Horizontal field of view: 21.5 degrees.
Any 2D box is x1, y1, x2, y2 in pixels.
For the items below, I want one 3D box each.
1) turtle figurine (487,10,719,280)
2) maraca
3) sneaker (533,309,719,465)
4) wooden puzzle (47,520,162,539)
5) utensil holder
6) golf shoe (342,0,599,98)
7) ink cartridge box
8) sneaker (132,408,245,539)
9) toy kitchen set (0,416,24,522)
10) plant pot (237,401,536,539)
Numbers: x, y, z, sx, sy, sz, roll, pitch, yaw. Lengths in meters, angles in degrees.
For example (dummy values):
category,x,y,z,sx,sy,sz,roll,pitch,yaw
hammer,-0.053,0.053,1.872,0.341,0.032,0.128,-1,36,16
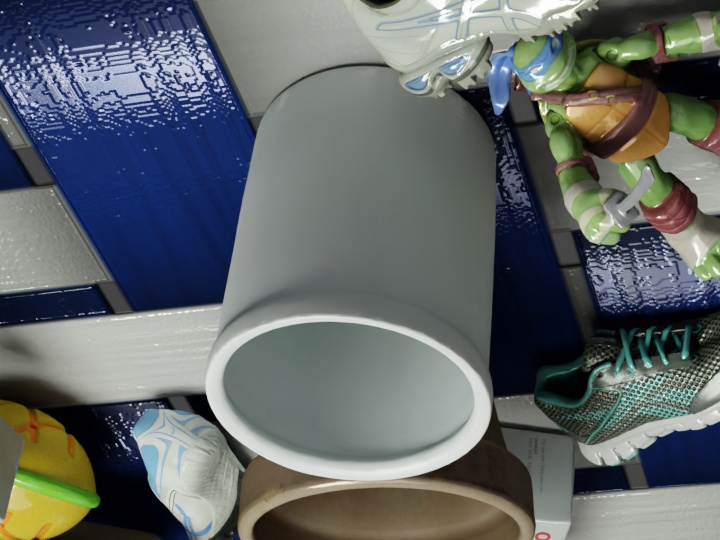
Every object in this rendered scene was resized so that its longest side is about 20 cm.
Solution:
category,x,y,z,sx,sy,sz,roll,pitch,yaw
turtle figurine,0.186,-0.072,1.086,0.200,0.144,0.194,-13,148,41
maraca,-0.297,0.149,1.475,0.199,0.107,0.137,17,168,8
sneaker,0.200,0.071,1.332,0.091,0.078,0.200,32,134,-23
wooden puzzle,-0.240,0.241,1.529,0.185,0.046,0.200,11,-178,-12
utensil holder,0.000,0.000,1.165,0.169,0.200,0.170,3,142,3
golf shoe,0.071,-0.171,1.043,0.097,0.078,0.200,39,131,-25
ink cartridge box,0.060,0.188,1.489,0.199,0.085,0.145,6,142,-2
sneaker,-0.132,0.168,1.517,0.072,0.072,0.200,32,157,24
toy kitchen set,-0.361,0.113,1.359,0.180,0.200,0.163,-13,137,23
plant pot,0.018,0.103,1.299,0.200,0.175,0.200,1,153,0
